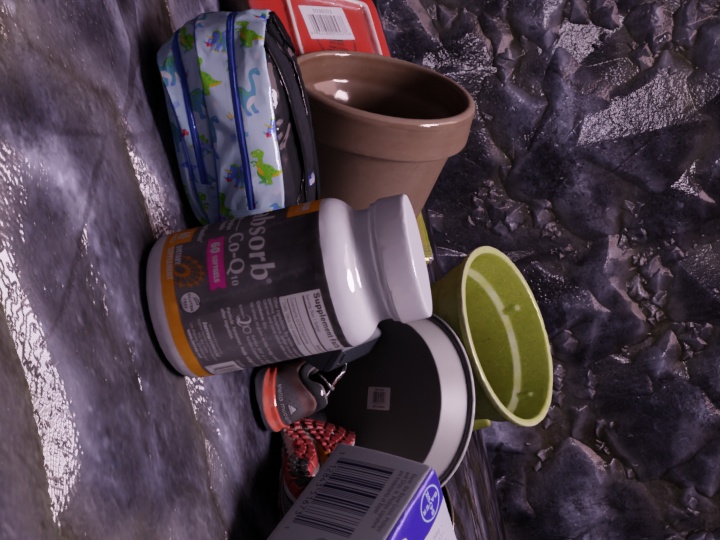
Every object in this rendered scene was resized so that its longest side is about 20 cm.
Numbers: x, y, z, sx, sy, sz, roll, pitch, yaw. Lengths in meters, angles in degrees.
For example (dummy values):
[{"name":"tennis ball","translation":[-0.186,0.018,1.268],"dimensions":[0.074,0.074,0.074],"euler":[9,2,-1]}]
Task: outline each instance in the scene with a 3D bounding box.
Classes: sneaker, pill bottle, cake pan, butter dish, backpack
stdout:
[{"name":"sneaker","translation":[-0.049,0.101,0.992],"dimensions":[0.200,0.081,0.078],"euler":[-78,154,-67]},{"name":"pill bottle","translation":[-0.052,0.009,0.741],"dimensions":[0.116,0.198,0.117],"euler":[-13,90,-81]},{"name":"cake pan","translation":[0.032,0.136,1.003],"dimensions":[0.037,0.200,0.202],"euler":[11,62,-41]},{"name":"butter dish","translation":[-0.067,-0.236,1.160],"dimensions":[0.199,0.148,0.201],"euler":[-1,69,-40]},{"name":"backpack","translation":[-0.102,-0.128,0.857],"dimensions":[0.163,0.153,0.201],"euler":[-75,173,-60]},{"name":"sneaker","translation":[-0.051,0.201,0.942],"dimensions":[0.200,0.077,0.083],"euler":[-81,-175,-77]}]

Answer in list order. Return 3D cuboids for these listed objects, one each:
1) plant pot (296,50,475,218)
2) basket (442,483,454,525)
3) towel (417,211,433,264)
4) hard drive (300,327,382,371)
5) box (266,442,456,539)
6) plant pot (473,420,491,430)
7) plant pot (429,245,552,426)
[{"name":"plant pot","translation":[0.004,-0.115,1.014],"dimensions":[0.201,0.199,0.176],"euler":[-85,-173,-60]},{"name":"basket","translation":[0.049,0.304,1.176],"dimensions":[0.181,0.135,0.200],"euler":[62,-3,28]},{"name":"towel","translation":[0.000,-0.075,1.267],"dimensions":[0.023,0.199,0.144],"euler":[122,-30,-42]},{"name":"hard drive","translation":[-0.059,0.038,0.914],"dimensions":[0.033,0.139,0.200],"euler":[-58,171,5]},{"name":"box","translation":[0.001,0.282,0.791],"dimensions":[0.184,0.104,0.201],"euler":[-48,132,-41]},{"name":"plant pot","translation":[0.068,0.156,1.274],"dimensions":[0.200,0.191,0.202],"euler":[-12,90,-81]},{"name":"plant pot","translation":[0.090,0.094,1.097],"dimensions":[0.200,0.183,0.202],"euler":[32,49,-45]}]
